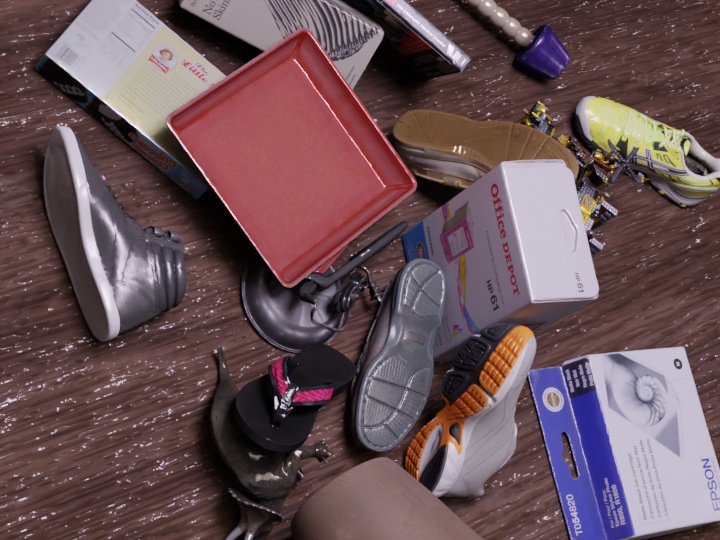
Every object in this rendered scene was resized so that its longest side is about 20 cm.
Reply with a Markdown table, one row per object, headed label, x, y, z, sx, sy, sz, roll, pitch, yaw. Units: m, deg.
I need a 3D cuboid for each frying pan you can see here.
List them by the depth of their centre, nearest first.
| label | x | y | z | sx | sy | sz | roll | pitch | yaw |
| --- | --- | --- | --- | --- | --- | --- | --- | --- | --- |
| frying pan | -0.056 | -0.010 | 1.526 | 0.115 | 0.031 | 0.190 | 22 | 63 | -24 |

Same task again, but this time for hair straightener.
| label | x | y | z | sx | sy | sz | roll | pitch | yaw |
| --- | --- | --- | --- | --- | --- | --- | --- | --- | --- |
| hair straightener | 0.000 | 0.000 | 1.518 | 0.077 | 0.041 | 0.200 | 50 | 37 | -8 |

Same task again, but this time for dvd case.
| label | x | y | z | sx | sy | sz | roll | pitch | yaw |
| --- | --- | --- | --- | --- | --- | --- | --- | --- | --- |
| dvd case | 0.020 | -0.275 | 1.613 | 0.200 | 0.146 | 0.022 | 38 | 87 | -10 |

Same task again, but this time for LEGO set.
| label | x | y | z | sx | sy | sz | roll | pitch | yaw |
| --- | --- | --- | --- | --- | --- | --- | --- | --- | --- |
| LEGO set | 0.216 | -0.095 | 1.661 | 0.154 | 0.116 | 0.200 | 44 | 55 | -8 |

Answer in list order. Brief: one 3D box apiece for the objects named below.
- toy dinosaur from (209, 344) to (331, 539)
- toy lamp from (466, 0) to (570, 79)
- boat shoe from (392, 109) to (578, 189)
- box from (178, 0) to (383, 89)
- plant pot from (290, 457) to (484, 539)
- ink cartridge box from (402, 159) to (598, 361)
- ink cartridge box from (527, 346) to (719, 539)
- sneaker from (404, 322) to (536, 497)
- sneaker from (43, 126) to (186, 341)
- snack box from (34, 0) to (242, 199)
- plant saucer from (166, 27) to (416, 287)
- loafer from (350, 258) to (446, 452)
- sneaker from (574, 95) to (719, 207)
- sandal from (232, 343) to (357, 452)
| label | x | y | z | sx | sy | sz | roll | pitch | yaw |
| --- | --- | --- | --- | --- | --- | --- | --- | --- | --- |
| toy dinosaur | -0.095 | 0.157 | 1.403 | 0.102 | 0.077 | 0.200 | -11 | 80 | -47 |
| toy lamp | 0.154 | -0.291 | 1.743 | 0.200 | 0.058 | 0.058 | 37 | 56 | -13 |
| boat shoe | 0.131 | -0.112 | 1.598 | 0.200 | 0.069 | 0.074 | 19 | 56 | 20 |
| box | -0.082 | -0.263 | 1.567 | 0.200 | 0.082 | 0.068 | 25 | 17 | -19 |
| plant pot | 0.029 | 0.267 | 1.376 | 0.200 | 0.200 | 0.175 | -20 | 65 | -35 |
| ink cartridge box | 0.135 | -0.007 | 1.527 | 0.084 | 0.200 | 0.145 | -2 | 71 | -31 |
| ink cartridge box | 0.289 | 0.184 | 1.637 | 0.200 | 0.041 | 0.200 | -5 | 73 | -32 |
| sneaker | 0.123 | 0.138 | 1.493 | 0.092 | 0.200 | 0.076 | 13 | 27 | -37 |
| sneaker | -0.223 | -0.041 | 1.416 | 0.099 | 0.071 | 0.200 | -14 | 84 | -36 |
| snack box | -0.202 | -0.177 | 1.500 | 0.200 | 0.037 | 0.116 | 40 | 58 | -10 |
| plant saucer | -0.070 | -0.109 | 1.506 | 0.200 | 0.037 | 0.200 | -39 | 96 | -34 |
| loafer | 0.033 | 0.087 | 1.518 | 0.072 | 0.063 | 0.200 | 26 | 70 | -22 |
| sneaker | 0.339 | -0.151 | 1.782 | 0.200 | 0.076 | 0.076 | 27 | 61 | -17 |
| sandal | -0.056 | 0.104 | 1.413 | 0.075 | 0.045 | 0.200 | 34 | 29 | 8 |
